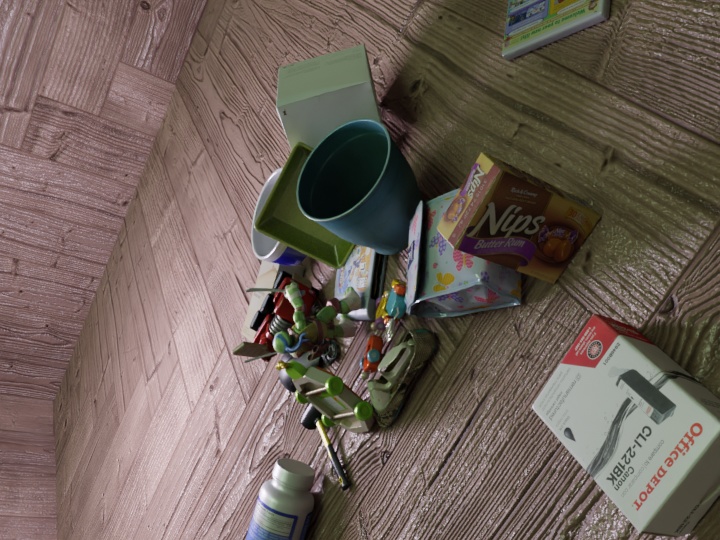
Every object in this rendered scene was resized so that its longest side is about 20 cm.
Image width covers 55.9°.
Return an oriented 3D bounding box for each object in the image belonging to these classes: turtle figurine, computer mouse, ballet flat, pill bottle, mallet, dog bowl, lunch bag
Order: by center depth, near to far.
[{"bbox_3d":[0.142,-0.024,1.050,0.198,0.126,0.173,-15,61,48],"label":"lunch bag"},{"bbox_3d":[0.054,0.179,1.152,0.202,0.074,0.068,-61,39,20],"label":"ballet flat"},{"bbox_3d":[-0.107,0.088,1.269,0.198,0.191,0.147,-4,98,53],"label":"turtle figurine"},{"bbox_3d":[-0.152,0.475,1.310,0.111,0.111,0.204,18,91,57],"label":"pill bottle"},{"bbox_3d":[-0.068,0.341,1.312,0.066,0.041,0.202,-51,43,29],"label":"mallet"},{"bbox_3d":[-0.126,0.181,1.447,0.201,0.052,0.140,-51,40,32],"label":"computer mouse"},{"bbox_3d":[-0.161,-0.114,1.474,0.199,0.078,0.204,-31,52,51],"label":"dog bowl"}]

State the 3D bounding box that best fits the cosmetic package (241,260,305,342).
[{"bbox_3d":[-0.207,0.072,1.599,0.103,0.072,0.204,18,93,57],"label":"cosmetic package"}]

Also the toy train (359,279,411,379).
[{"bbox_3d":[0.054,0.104,1.181,0.200,0.055,0.153,121,162,-61],"label":"toy train"}]

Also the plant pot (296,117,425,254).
[{"bbox_3d":[0.020,-0.131,1.207,0.198,0.187,0.203,-21,52,29],"label":"plant pot"}]

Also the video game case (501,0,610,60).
[{"bbox_3d":[0.312,-0.450,1.075,0.199,0.022,0.186,-6,72,55],"label":"video game case"}]

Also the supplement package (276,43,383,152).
[{"bbox_3d":[-0.058,-0.327,1.361,0.187,0.149,0.202,-14,37,6],"label":"supplement package"}]

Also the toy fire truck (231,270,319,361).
[{"bbox_3d":[-0.181,0.114,1.430,0.177,0.127,0.201,-55,16,23],"label":"toy fire truck"}]

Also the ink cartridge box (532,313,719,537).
[{"bbox_3d":[0.309,0.169,0.761,0.146,0.083,0.200,-61,35,18],"label":"ink cartridge box"}]

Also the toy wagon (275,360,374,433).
[{"bbox_3d":[-0.065,0.218,1.210,0.040,0.200,0.155,-53,12,-30],"label":"toy wagon"}]

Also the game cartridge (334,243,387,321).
[{"bbox_3d":[0.000,0.000,1.349,0.132,0.041,0.204,-7,71,51],"label":"game cartridge"}]

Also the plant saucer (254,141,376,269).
[{"bbox_3d":[-0.081,-0.130,1.333,0.202,0.197,0.048,-58,17,22],"label":"plant saucer"}]

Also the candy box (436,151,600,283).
[{"bbox_3d":[0.211,-0.065,0.901,0.118,0.197,0.057,-59,36,20],"label":"candy box"}]
